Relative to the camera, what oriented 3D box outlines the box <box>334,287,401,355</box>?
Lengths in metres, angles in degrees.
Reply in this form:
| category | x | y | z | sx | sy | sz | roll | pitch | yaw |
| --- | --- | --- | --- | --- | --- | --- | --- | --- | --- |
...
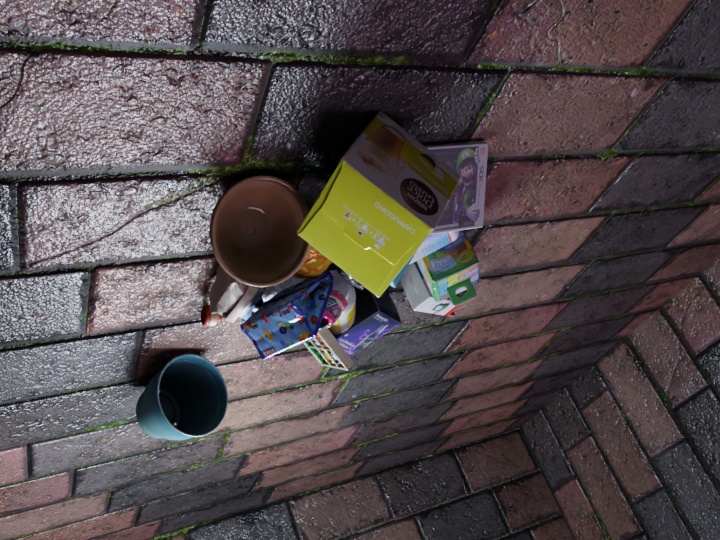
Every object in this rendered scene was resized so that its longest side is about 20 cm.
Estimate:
| category | x | y | z | sx | sy | sz | roll | pitch | yaw |
| --- | --- | --- | --- | --- | --- | --- | --- | --- | --- |
| box | -0.014 | 0.130 | 1.848 | 0.198 | 0.106 | 0.147 | -33 | 150 | 16 |

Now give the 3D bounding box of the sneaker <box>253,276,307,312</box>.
| category | x | y | z | sx | sy | sz | roll | pitch | yaw |
| --- | --- | --- | --- | --- | --- | --- | --- | --- | --- |
| sneaker | -0.181 | 0.052 | 1.621 | 0.086 | 0.076 | 0.199 | 18 | 129 | -45 |

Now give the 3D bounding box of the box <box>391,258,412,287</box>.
| category | x | y | z | sx | sy | sz | roll | pitch | yaw |
| --- | --- | --- | --- | --- | --- | --- | --- | --- | --- |
| box | 0.087 | -0.072 | 1.507 | 0.202 | 0.081 | 0.049 | -59 | 156 | -15 |

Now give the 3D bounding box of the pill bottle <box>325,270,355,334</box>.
| category | x | y | z | sx | sy | sz | roll | pitch | yaw |
| --- | --- | --- | --- | --- | --- | --- | --- | --- | --- |
| pill bottle | -0.065 | 0.074 | 1.677 | 0.109 | 0.113 | 0.201 | -20 | 161 | -9 |

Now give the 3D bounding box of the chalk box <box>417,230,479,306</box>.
| category | x | y | z | sx | sy | sz | roll | pitch | yaw |
| --- | --- | --- | --- | --- | --- | --- | --- | --- | --- |
| chalk box | 0.211 | -0.016 | 1.678 | 0.122 | 0.203 | 0.124 | -23 | 152 | -2 |

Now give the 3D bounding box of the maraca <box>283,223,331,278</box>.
| category | x | y | z | sx | sy | sz | roll | pitch | yaw |
| --- | --- | --- | --- | --- | --- | --- | --- | --- | --- |
| maraca | -0.110 | -0.056 | 1.452 | 0.134 | 0.109 | 0.202 | -13 | 149 | -17 |

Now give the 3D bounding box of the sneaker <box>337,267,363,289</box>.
| category | x | y | z | sx | sy | sz | roll | pitch | yaw |
| --- | --- | --- | --- | --- | --- | --- | --- | --- | --- |
| sneaker | 0.000 | 0.000 | 1.578 | 0.075 | 0.080 | 0.200 | -34 | -177 | 9 |

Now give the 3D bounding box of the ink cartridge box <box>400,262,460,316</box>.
| category | x | y | z | sx | sy | sz | roll | pitch | yaw |
| --- | --- | --- | --- | --- | --- | --- | --- | --- | --- |
| ink cartridge box | 0.200 | 0.052 | 1.874 | 0.067 | 0.118 | 0.198 | -41 | 149 | 28 |

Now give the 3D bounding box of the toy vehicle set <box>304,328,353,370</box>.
| category | x | y | z | sx | sy | sz | roll | pitch | yaw |
| --- | --- | --- | --- | --- | --- | --- | --- | --- | --- |
| toy vehicle set | -0.112 | 0.160 | 1.710 | 0.027 | 0.201 | 0.123 | -47 | -155 | -26 |

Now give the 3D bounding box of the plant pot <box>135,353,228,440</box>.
| category | x | y | z | sx | sy | sz | roll | pitch | yaw |
| --- | --- | --- | --- | --- | --- | --- | --- | --- | --- |
| plant pot | -0.466 | 0.335 | 1.760 | 0.197 | 0.205 | 0.186 | 6 | 155 | -44 |

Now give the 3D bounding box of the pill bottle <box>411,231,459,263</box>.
| category | x | y | z | sx | sy | sz | roll | pitch | yaw |
| --- | --- | --- | --- | --- | --- | --- | --- | --- | --- |
| pill bottle | 0.155 | -0.098 | 1.594 | 0.197 | 0.110 | 0.109 | -27 | 152 | 5 |

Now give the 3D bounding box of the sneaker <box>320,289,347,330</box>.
| category | x | y | z | sx | sy | sz | roll | pitch | yaw |
| --- | --- | --- | --- | --- | --- | --- | --- | --- | --- |
| sneaker | -0.120 | 0.105 | 1.566 | 0.198 | 0.075 | 0.081 | -27 | 112 | 39 |

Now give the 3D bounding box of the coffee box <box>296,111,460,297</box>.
| category | x | y | z | sx | sy | sz | roll | pitch | yaw |
| --- | --- | --- | --- | --- | --- | --- | --- | --- | --- |
| coffee box | 0.035 | -0.121 | 1.282 | 0.201 | 0.198 | 0.199 | -51 | -176 | 41 |

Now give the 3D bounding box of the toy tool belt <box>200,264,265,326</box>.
| category | x | y | z | sx | sy | sz | roll | pitch | yaw |
| --- | --- | --- | --- | --- | --- | --- | --- | --- | --- |
| toy tool belt | -0.261 | 0.061 | 1.516 | 0.121 | 0.127 | 0.201 | 6 | 141 | -31 |

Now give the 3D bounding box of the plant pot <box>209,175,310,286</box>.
| category | x | y | z | sx | sy | sz | roll | pitch | yaw |
| --- | --- | --- | --- | --- | --- | --- | --- | --- | --- |
| plant pot | -0.197 | -0.076 | 1.322 | 0.197 | 0.206 | 0.092 | -9 | -171 | -27 |

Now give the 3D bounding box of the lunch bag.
| category | x | y | z | sx | sy | sz | roll | pitch | yaw |
| --- | --- | --- | --- | --- | --- | --- | --- | --- | --- |
| lunch bag | -0.141 | 0.077 | 1.490 | 0.149 | 0.095 | 0.201 | -25 | -162 | 28 |

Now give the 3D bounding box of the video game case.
| category | x | y | z | sx | sy | sz | roll | pitch | yaw |
| --- | --- | --- | --- | --- | --- | --- | --- | --- | --- |
| video game case | 0.183 | -0.172 | 1.469 | 0.196 | 0.023 | 0.186 | -9 | 109 | -28 |
